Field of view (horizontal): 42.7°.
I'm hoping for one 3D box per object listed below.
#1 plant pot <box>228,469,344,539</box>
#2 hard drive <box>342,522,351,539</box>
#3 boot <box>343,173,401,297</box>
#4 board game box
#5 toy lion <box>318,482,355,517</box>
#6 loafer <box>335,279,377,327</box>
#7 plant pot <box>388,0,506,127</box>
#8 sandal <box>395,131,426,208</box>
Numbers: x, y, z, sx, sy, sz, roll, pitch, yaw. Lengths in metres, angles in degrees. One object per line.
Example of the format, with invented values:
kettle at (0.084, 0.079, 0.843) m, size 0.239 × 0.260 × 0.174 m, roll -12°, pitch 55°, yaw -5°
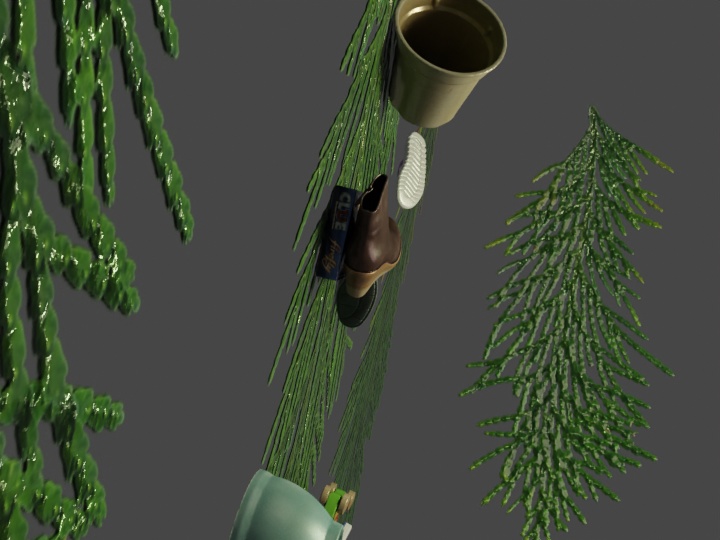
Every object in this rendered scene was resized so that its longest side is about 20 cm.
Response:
plant pot at (-0.098, 0.383, 1.231) m, size 0.200 × 0.132 × 0.203 m, roll 14°, pitch 90°, yaw -84°
hard drive at (-0.086, 0.709, 2.190) m, size 0.200 × 0.025 × 0.133 m, roll -52°, pitch 168°, yaw -55°
boot at (0.030, -0.072, 1.387) m, size 0.201 × 0.071 × 0.168 m, roll -62°, pitch 166°, yaw -52°
board game box at (-0.023, -0.058, 1.432) m, size 0.200 × 0.034 × 0.138 m, roll -21°, pitch 124°, yaw -82°
toy lion at (-0.079, 0.603, 2.165) m, size 0.200 × 0.068 × 0.194 m, roll 67°, pitch 44°, yaw -78°
loafer at (0.000, 0.000, 1.611) m, size 0.063 × 0.071 × 0.203 m, roll -76°, pitch 175°, yaw -66°
plant pot at (0.132, -0.358, 1.619) m, size 0.184 × 0.198 × 0.203 m, roll 115°, pitch -6°, yaw -57°
sandal at (0.114, -0.230, 2.179) m, size 0.049 × 0.082 × 0.205 m, roll -16°, pitch -130°, yaw 46°
